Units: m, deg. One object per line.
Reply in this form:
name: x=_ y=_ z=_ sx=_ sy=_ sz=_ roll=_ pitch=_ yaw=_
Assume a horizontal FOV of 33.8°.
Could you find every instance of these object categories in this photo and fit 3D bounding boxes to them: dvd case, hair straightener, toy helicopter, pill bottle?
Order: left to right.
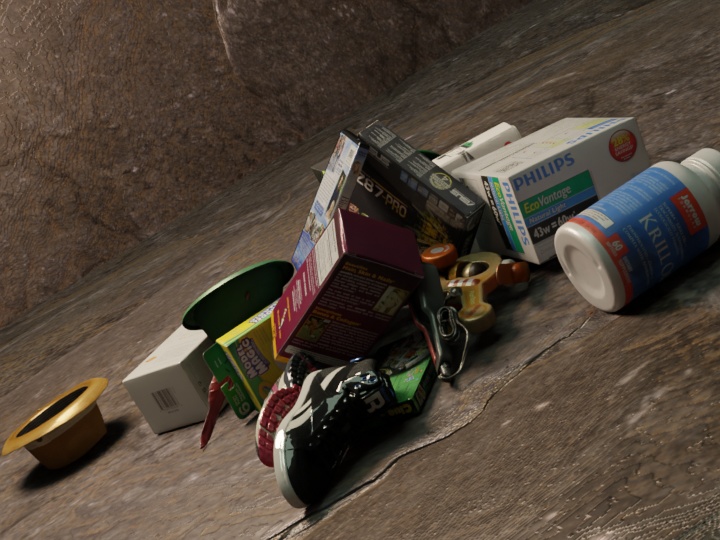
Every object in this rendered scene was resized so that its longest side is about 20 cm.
dvd case: x=-0.042 y=-0.086 z=1.584 sx=0.143 sy=0.017 sz=0.201 roll=-127 pitch=57 yaw=-73
hair straightener: x=0.090 y=0.052 z=1.388 sx=0.200 sy=0.041 sz=0.077 roll=-98 pitch=27 yaw=-52
toy helicopter: x=0.148 y=0.025 z=1.466 sx=0.132 sy=0.079 sz=0.200 roll=-13 pitch=22 yaw=7
pill bottle: x=0.323 y=-0.051 z=1.304 sx=0.200 sy=0.113 sz=0.112 roll=-33 pitch=15 yaw=-13

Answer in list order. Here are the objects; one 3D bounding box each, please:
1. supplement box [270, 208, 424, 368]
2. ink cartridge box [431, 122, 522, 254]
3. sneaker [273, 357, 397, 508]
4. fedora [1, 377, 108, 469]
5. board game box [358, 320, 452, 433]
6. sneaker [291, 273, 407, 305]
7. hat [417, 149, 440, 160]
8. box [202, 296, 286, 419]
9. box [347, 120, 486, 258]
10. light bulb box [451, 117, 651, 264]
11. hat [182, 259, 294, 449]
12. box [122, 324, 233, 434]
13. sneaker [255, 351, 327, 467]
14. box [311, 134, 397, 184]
supplement box: x=-0.020 y=0.032 z=1.472 sx=0.200 sy=0.110 sz=0.086 roll=-55 pitch=29 yaw=35
ink cartridge box: x=0.163 y=-0.106 z=1.735 sx=0.199 sy=0.146 sz=0.084 roll=-28 pitch=12 yaw=3
sneaker: x=-0.021 y=0.160 z=1.270 sx=0.112 sy=0.073 sz=0.200 roll=-23 pitch=27 yaw=25
fedora: x=-0.456 y=0.247 z=1.835 sx=0.200 sy=0.082 sz=0.201 roll=-33 pitch=12 yaw=8
board game box: x=0.044 y=0.127 z=1.409 sx=0.104 sy=0.024 sz=0.200 roll=-20 pitch=16 yaw=24
sneaker: x=0.000 y=0.000 z=1.637 sx=0.199 sy=0.081 sz=0.084 roll=0 pitch=42 yaw=24
hat: x=0.082 y=-0.101 z=2.098 sx=0.199 sy=0.177 sz=0.165 roll=5 pitch=-29 yaw=-41
box: x=-0.101 y=0.103 z=1.574 sx=0.200 sy=0.118 sz=0.048 roll=-34 pitch=20 yaw=-17
box: x=0.071 y=-0.089 z=1.636 sx=0.049 sy=0.200 sz=0.162 roll=-37 pitch=-24 yaw=-34
light bulb box: x=0.258 y=-0.112 z=1.584 sx=0.198 sy=0.125 sz=0.200 roll=-26 pitch=14 yaw=-12
hat: x=-0.140 y=0.111 z=1.621 sx=0.200 sy=0.176 sz=0.165 roll=-37 pitch=-19 yaw=21
box: x=-0.233 y=0.137 z=1.753 sx=0.124 sy=0.098 sz=0.200 roll=-19 pitch=18 yaw=35
sneaker: x=-0.082 y=0.177 z=1.400 sx=0.075 sy=0.080 sz=0.200 roll=-54 pitch=4 yaw=24
box: x=0.033 y=-0.100 z=1.846 sx=0.124 sy=0.201 sz=0.149 roll=-31 pitch=14 yaw=-8
